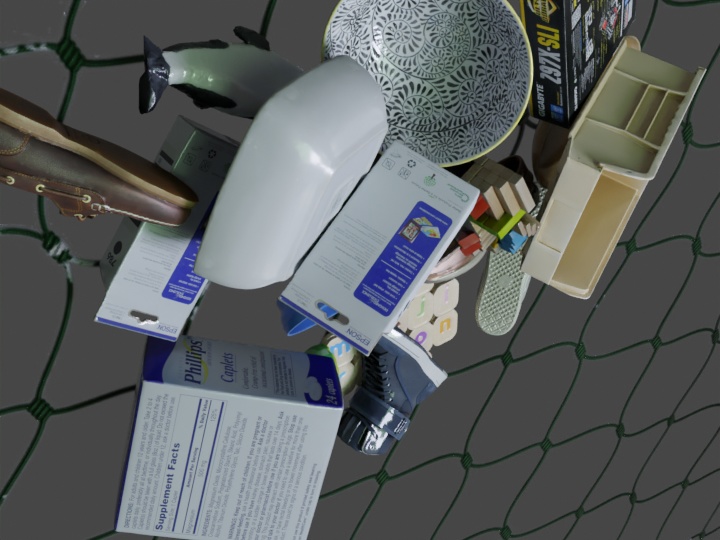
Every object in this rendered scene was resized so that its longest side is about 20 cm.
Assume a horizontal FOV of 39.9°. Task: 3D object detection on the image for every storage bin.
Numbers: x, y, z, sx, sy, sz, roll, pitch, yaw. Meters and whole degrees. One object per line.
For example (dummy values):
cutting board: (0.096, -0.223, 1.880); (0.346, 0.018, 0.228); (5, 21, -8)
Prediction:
storage bin: (0.263, -0.104, 1.065); (0.199, 0.093, 0.201); (-55, 167, -34)

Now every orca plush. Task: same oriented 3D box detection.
orca plush: (-0.124, -0.151, 0.872); (0.071, 0.106, 0.199); (-31, 176, 37)

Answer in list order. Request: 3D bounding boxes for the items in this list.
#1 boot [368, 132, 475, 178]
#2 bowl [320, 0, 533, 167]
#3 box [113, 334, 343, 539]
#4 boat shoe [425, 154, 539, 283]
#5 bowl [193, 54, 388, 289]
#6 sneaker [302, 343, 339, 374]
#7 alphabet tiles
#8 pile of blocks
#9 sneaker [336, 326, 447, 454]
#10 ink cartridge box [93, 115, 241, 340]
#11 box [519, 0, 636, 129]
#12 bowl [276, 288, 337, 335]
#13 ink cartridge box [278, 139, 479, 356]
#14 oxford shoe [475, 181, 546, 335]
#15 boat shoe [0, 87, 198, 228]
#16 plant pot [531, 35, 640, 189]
boot: (0.016, -0.102, 1.034); (0.198, 0.097, 0.075); (-22, 143, 6)
bowl: (0.068, -0.210, 0.951); (0.094, 0.199, 0.202); (-70, 164, -54)
box: (-0.137, 0.174, 1.010); (0.198, 0.105, 0.185); (10, 115, -13)
boat shoe: (0.124, -0.064, 1.147); (0.200, 0.075, 0.072); (-41, 134, -23)
bowl: (-0.049, -0.081, 0.882); (0.201, 0.074, 0.200); (-63, 171, 32)
sneaker: (-0.101, 0.162, 1.109); (0.200, 0.074, 0.084); (-47, 141, -2)
alphabet tiles: (0.038, 0.081, 1.213); (0.199, 0.015, 0.197); (-25, 134, -25)
pile of blocks: (0.135, -0.042, 1.027); (0.062, 0.082, 0.200); (-46, 163, -9)
sneaker: (0.014, 0.135, 1.163); (0.146, 0.077, 0.202); (-48, 140, -5)
ink cartridge box: (-0.172, -0.036, 0.927); (0.099, 0.039, 0.201); (22, 102, -46)
box: (0.210, -0.257, 0.939); (0.160, 0.049, 0.200); (-59, 155, -19)
bowl: (0.000, 0.000, 1.027); (0.200, 0.040, 0.201); (-32, 174, -3)
ink cartridge box: (0.018, -0.019, 0.909); (0.201, 0.099, 0.039); (-53, 169, -23)
oxford shoe: (0.192, -0.017, 1.247); (0.058, 0.075, 0.202); (-50, 157, -76)
boat shoe: (-0.233, -0.079, 0.816); (0.199, 0.070, 0.071); (26, 103, -25)
plant pot: (0.260, -0.189, 1.166); (0.200, 0.027, 0.201); (-40, 152, -26)
